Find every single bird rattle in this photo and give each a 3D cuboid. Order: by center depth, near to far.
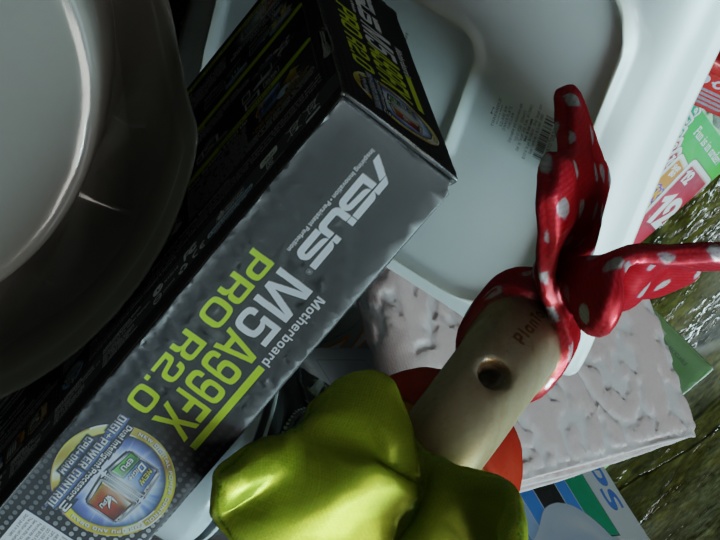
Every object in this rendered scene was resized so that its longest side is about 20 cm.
[{"bbox_3d":[0.026,0.045,0.637,0.201,0.112,0.163,-61,-177,-32],"label":"bird rattle"}]

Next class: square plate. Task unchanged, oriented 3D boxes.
[{"bbox_3d":[0.019,-0.078,0.705,0.028,0.197,0.201,-40,156,-46],"label":"square plate"}]

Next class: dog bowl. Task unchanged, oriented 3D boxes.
[{"bbox_3d":[-0.145,-0.057,0.565,0.198,0.059,0.202,-3,114,-7],"label":"dog bowl"}]

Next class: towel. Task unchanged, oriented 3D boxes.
[{"bbox_3d":[0.057,-0.006,0.865,0.032,0.202,0.190,-26,167,37],"label":"towel"}]

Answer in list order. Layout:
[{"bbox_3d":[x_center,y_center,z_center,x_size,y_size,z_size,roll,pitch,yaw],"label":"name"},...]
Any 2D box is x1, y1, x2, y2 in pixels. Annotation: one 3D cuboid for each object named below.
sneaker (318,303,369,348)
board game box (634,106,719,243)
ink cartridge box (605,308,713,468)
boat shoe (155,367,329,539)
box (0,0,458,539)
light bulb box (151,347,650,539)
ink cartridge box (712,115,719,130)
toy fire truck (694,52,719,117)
[{"bbox_3d":[0.000,0.000,0.908,0.199,0.076,0.092,-37,146,-16],"label":"sneaker"},{"bbox_3d":[0.202,-0.098,1.089,0.200,0.030,0.096,-42,151,-10],"label":"board game box"},{"bbox_3d":[0.081,0.072,1.065,0.200,0.104,0.059,-40,154,-9],"label":"ink cartridge box"},{"bbox_3d":[-0.031,0.058,0.705,0.072,0.071,0.200,-57,-177,8],"label":"boat shoe"},{"bbox_3d":[-0.058,0.005,0.632,0.044,0.160,0.200,36,105,-18],"label":"box"},{"bbox_3d":[0.037,0.147,0.881,0.125,0.199,0.199,-43,156,25],"label":"light bulb box"},{"bbox_3d":[0.251,-0.159,0.985,0.145,0.084,0.201,-32,140,-19],"label":"ink cartridge box"},{"bbox_3d":[0.153,-0.139,0.867,0.199,0.049,0.141,23,141,-19],"label":"toy fire truck"}]
